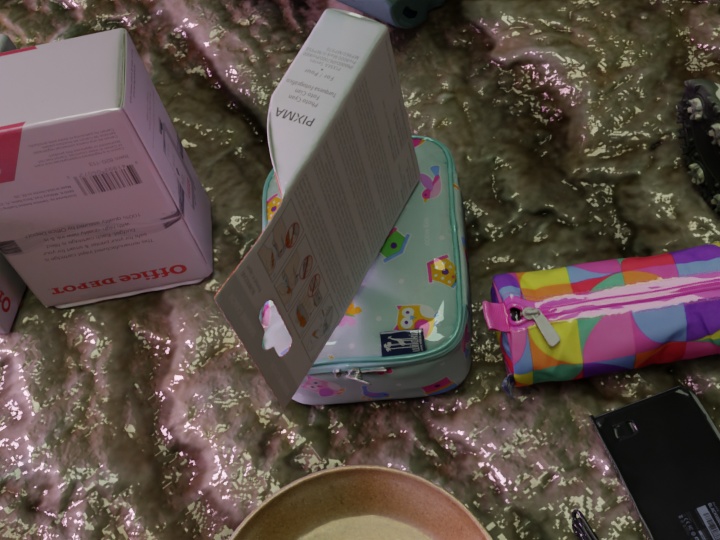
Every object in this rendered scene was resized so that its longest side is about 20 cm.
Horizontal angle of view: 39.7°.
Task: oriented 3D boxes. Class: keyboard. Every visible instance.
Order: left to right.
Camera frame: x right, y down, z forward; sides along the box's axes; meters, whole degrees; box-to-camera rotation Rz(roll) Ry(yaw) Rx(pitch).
[{"bbox_3d":[0.199,0.176,0.627,0.127,0.021,0.200,-18,57,-6],"label":"keyboard"}]

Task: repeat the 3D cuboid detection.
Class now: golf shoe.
[{"bbox_3d":[0.308,-0.065,0.723,0.088,0.077,0.200,-26,67,-13],"label":"golf shoe"}]

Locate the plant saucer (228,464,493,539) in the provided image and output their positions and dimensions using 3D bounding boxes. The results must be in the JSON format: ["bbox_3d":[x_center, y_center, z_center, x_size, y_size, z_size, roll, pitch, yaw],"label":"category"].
[{"bbox_3d":[-0.001,0.224,0.628,0.199,0.035,0.201,-5,59,9],"label":"plant saucer"}]

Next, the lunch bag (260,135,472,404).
[{"bbox_3d":[0.000,0.000,0.736,0.160,0.077,0.201,-5,59,8],"label":"lunch bag"}]

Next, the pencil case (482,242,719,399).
[{"bbox_3d":[0.184,0.029,0.680,0.199,0.088,0.089,-10,58,4],"label":"pencil case"}]

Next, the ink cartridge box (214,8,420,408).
[{"bbox_3d":[-0.032,-0.034,0.623,0.047,0.160,0.200,21,67,21],"label":"ink cartridge box"}]

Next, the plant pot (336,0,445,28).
[{"bbox_3d":[-0.008,-0.321,0.872,0.196,0.200,0.200,34,71,18],"label":"plant pot"}]

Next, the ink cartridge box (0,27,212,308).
[{"bbox_3d":[-0.209,-0.068,0.747,0.146,0.200,0.083,-11,54,5],"label":"ink cartridge box"}]

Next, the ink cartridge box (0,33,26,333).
[{"bbox_3d":[-0.317,-0.067,0.800,0.083,0.147,0.201,4,62,14],"label":"ink cartridge box"}]
